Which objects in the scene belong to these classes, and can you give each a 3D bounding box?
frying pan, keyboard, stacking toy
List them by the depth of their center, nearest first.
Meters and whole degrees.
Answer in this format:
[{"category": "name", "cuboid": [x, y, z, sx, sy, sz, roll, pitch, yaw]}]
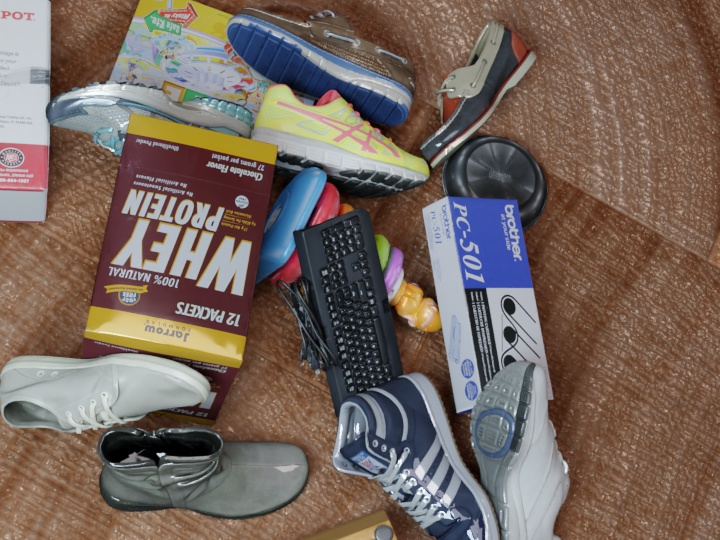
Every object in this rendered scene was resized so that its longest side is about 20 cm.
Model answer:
[{"category": "keyboard", "cuboid": [-0.012, 0.052, 1.378, 0.103, 0.040, 0.202, -22, 112, -20]}, {"category": "stacking toy", "cuboid": [0.000, 0.000, 1.440, 0.199, 0.116, 0.111, 31, 67, -13]}, {"category": "frying pan", "cuboid": [0.121, -0.063, 1.528, 0.114, 0.031, 0.191, 33, 62, 2]}]

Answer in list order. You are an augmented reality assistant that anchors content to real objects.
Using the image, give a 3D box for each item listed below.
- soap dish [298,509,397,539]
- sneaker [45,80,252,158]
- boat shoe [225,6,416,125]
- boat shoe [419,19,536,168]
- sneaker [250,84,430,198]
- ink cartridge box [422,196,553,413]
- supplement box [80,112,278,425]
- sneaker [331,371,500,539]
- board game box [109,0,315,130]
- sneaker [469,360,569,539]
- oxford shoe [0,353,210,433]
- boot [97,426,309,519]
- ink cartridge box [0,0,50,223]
[{"category": "soap dish", "cuboid": [-0.009, 0.322, 1.307, 0.156, 0.081, 0.202, -16, 74, -20]}, {"category": "sneaker", "cuboid": [-0.194, -0.122, 1.400, 0.198, 0.077, 0.087, 6, 81, -23]}, {"category": "boat shoe", "cuboid": [-0.037, -0.214, 1.492, 0.199, 0.072, 0.073, 26, 59, -14]}, {"category": "boat shoe", "cuboid": [0.111, -0.181, 1.541, 0.063, 0.071, 0.200, 44, 55, -8]}, {"category": "sneaker", "cuboid": [-0.014, -0.130, 1.467, 0.198, 0.078, 0.091, 15, 70, -31]}, {"category": "ink cartridge box", "cuboid": [0.122, 0.032, 1.448, 0.093, 0.044, 0.202, 0, 75, -38]}, {"category": "supplement box", "cuboid": [-0.165, 0.005, 1.332, 0.131, 0.197, 0.202, 12, 67, -9]}, {"category": "sneaker", "cuboid": [0.046, 0.194, 1.361, 0.108, 0.070, 0.202, -8, 67, -40]}, {"category": "board game box", "cuboid": [-0.143, -0.191, 1.508, 0.198, 0.034, 0.136, 19, 66, -6]}, {"category": "sneaker", "cuboid": [0.150, 0.176, 1.384, 0.086, 0.074, 0.202, -7, 111, -31]}, {"category": "oxford shoe", "cuboid": [-0.215, 0.106, 1.251, 0.198, 0.075, 0.058, -2, 55, 21]}, {"category": "boot", "cuboid": [-0.131, 0.171, 1.310, 0.198, 0.131, 0.068, -2, 69, -14]}, {"category": "ink cartridge box", "cuboid": [-0.363, -0.154, 1.410, 0.143, 0.084, 0.202, 2, 69, -13]}]
